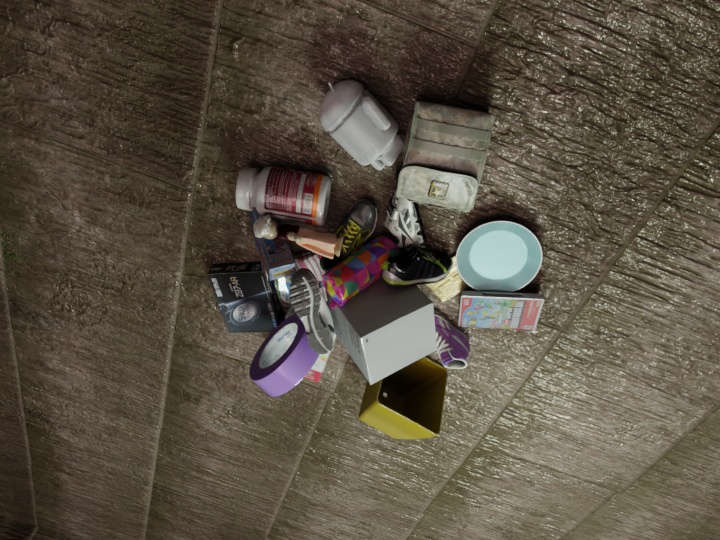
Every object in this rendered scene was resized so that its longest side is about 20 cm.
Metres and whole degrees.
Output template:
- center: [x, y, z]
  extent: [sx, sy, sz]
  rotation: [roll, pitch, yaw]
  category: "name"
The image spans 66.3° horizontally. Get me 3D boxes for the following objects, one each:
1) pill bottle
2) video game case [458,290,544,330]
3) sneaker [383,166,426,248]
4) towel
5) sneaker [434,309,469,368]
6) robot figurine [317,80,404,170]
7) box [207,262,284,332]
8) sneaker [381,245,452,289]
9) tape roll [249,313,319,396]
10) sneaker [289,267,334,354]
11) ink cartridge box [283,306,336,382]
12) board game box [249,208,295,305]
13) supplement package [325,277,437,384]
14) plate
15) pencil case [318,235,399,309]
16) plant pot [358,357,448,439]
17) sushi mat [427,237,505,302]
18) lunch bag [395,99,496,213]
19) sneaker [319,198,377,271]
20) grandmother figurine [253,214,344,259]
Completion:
- center: [-0.169, -0.168, 1.222]
  extent: [0.194, 0.111, 0.112]
  rotation: [10, 128, 2]
  category: "pill bottle"
- center: [0.343, 0.100, 1.364]
  extent: [0.194, 0.018, 0.144]
  rotation: [2, 144, 8]
  category: "video game case"
- center: [0.088, -0.130, 1.229]
  extent: [0.086, 0.075, 0.204]
  rotation: [-8, 124, 13]
  category: "sneaker"
- center: [-0.064, 0.008, 1.384]
  extent: [0.195, 0.030, 0.149]
  rotation: [-12, 122, 18]
  category: "towel"
- center: [0.202, 0.177, 1.410]
  extent: [0.198, 0.115, 0.073]
  rotation: [31, 127, -12]
  category: "sneaker"
- center: [-0.003, -0.293, 1.099]
  extent: [0.199, 0.114, 0.168]
  rotation: [41, 156, -19]
  category: "robot figurine"
- center: [-0.300, 0.074, 1.462]
  extent: [0.156, 0.044, 0.204]
  rotation: [-2, 126, 10]
  category: "box"
- center: [0.135, -0.016, 1.253]
  extent: [0.196, 0.072, 0.084]
  rotation: [-17, 133, -28]
  category: "sneaker"
- center: [-0.178, 0.200, 1.330]
  extent: [0.198, 0.202, 0.066]
  rotation: [-34, 115, 29]
  category: "tape roll"
- center: [-0.108, 0.085, 1.244]
  extent: [0.072, 0.080, 0.205]
  rotation: [-10, 112, 9]
  category: "sneaker"
- center: [-0.146, 0.189, 1.495]
  extent: [0.142, 0.084, 0.203]
  rotation: [20, 127, -3]
  category: "ink cartridge box"
- center: [-0.198, -0.022, 1.276]
  extent: [0.060, 0.201, 0.204]
  rotation: [-14, 127, -14]
  category: "board game box"
- center: [0.049, 0.116, 1.292]
  extent: [0.188, 0.200, 0.150]
  rotation: [-23, 127, -16]
  category: "supplement package"
- center: [0.319, -0.032, 1.275]
  extent: [0.194, 0.026, 0.204]
  rotation: [5, 126, 6]
  category: "plate"
- center: [0.000, 0.000, 1.259]
  extent: [0.088, 0.198, 0.089]
  rotation: [41, 151, 29]
  category: "pencil case"
- center: [0.102, 0.347, 1.511]
  extent: [0.197, 0.203, 0.177]
  rotation: [30, 137, -13]
  category: "plant pot"
- center: [0.248, 0.000, 1.334]
  extent: [0.198, 0.012, 0.096]
  rotation: [-36, 112, 29]
  category: "sushi mat"
- center: [0.163, -0.222, 1.094]
  extent: [0.160, 0.118, 0.205]
  rotation: [11, 108, 2]
  category: "lunch bag"
- center: [-0.027, -0.071, 1.269]
  extent: [0.074, 0.085, 0.202]
  rotation: [34, 116, 1]
  category: "sneaker"
- center: [-0.136, -0.074, 1.191]
  extent: [0.195, 0.121, 0.062]
  rotation: [13, 90, 0]
  category: "grandmother figurine"
